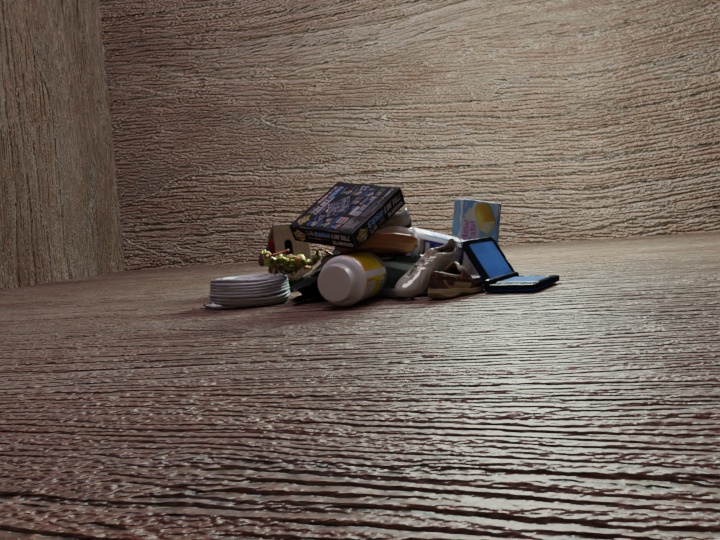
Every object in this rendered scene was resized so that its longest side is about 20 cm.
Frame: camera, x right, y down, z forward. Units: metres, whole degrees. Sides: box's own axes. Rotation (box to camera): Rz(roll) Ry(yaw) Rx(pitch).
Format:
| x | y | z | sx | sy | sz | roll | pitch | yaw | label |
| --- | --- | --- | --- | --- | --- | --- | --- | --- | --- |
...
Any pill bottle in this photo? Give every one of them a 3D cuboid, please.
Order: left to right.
| x | y | z | sx | sy | sz | roll | pitch | yaw | label |
| --- | --- | --- | --- | --- | --- | --- | --- | --- | --- |
| -0.021 | 0.019 | 1.618 | 0.108 | 0.111 | 0.200 | -3 | 4 | 20 | pill bottle |
| 0.204 | -0.034 | 1.860 | 0.198 | 0.117 | 0.116 | 12 | -1 | -18 | pill bottle |

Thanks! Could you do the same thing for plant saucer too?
| x | y | z | sx | sy | sz | roll | pitch | yaw | label |
| --- | --- | --- | --- | --- | --- | --- | --- | --- | --- |
| 0.037 | -0.055 | 1.734 | 0.198 | 0.033 | 0.200 | -1 | -8 | 0 | plant saucer |

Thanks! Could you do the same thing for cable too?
| x | y | z | sx | sy | sz | roll | pitch | yaw | label |
| --- | --- | --- | --- | --- | --- | --- | --- | --- | --- |
| -0.271 | 0.047 | 1.793 | 0.198 | 0.070 | 0.200 | -4 | 4 | 8 | cable |

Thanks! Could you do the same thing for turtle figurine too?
| x | y | z | sx | sy | sz | roll | pitch | yaw | label |
| --- | --- | --- | --- | --- | --- | --- | --- | --- | --- |
| -0.169 | -0.020 | 1.801 | 0.198 | 0.065 | 0.161 | -3 | 2 | -37 | turtle figurine |

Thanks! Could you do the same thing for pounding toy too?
| x | y | z | sx | sy | sz | roll | pitch | yaw | label |
| --- | --- | --- | --- | --- | --- | --- | --- | --- | --- |
| -0.219 | -0.021 | 2.106 | 0.141 | 0.202 | 0.184 | -5 | -10 | -14 | pounding toy |

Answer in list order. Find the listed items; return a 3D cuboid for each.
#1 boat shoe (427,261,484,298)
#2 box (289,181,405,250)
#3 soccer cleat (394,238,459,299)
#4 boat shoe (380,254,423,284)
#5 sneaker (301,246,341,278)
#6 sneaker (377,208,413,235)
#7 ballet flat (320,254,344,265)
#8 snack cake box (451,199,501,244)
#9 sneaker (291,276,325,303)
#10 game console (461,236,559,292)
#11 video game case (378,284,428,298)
| x | y | z | sx | sy | sz | roll | pitch | yaw | label |
| --- | --- | --- | --- | --- | --- | --- | --- | --- | --- |
| 0.216 | 0.017 | 1.638 | 0.072 | 0.073 | 0.199 | 0 | 5 | 43 | boat shoe |
| -0.031 | -0.131 | 1.692 | 0.197 | 0.050 | 0.200 | 8 | 41 | 40 | box |
| 0.148 | -0.007 | 1.656 | 0.199 | 0.078 | 0.069 | -32 | 43 | -33 | soccer cleat |
| 0.103 | -0.008 | 1.750 | 0.198 | 0.057 | 0.069 | 1 | -41 | -6 | boat shoe |
| -0.065 | -0.003 | 1.859 | 0.200 | 0.079 | 0.079 | -42 | 15 | -1 | sneaker |
| 0.026 | -0.109 | 1.744 | 0.198 | 0.080 | 0.074 | -3 | -6 | -1 | sneaker |
| 0.000 | 0.000 | 1.765 | 0.198 | 0.063 | 0.067 | 4 | -19 | -25 | ballet flat |
| 0.308 | -0.086 | 1.982 | 0.114 | 0.202 | 0.067 | 5 | 1 | -17 | snack cake box |
| -0.079 | 0.042 | 1.764 | 0.198 | 0.061 | 0.104 | -5 | 10 | -20 | sneaker |
| 0.346 | -0.019 | 1.685 | 0.169 | 0.120 | 0.199 | -2 | 5 | 32 | game console |
| 0.121 | 0.042 | 1.777 | 0.180 | 0.022 | 0.200 | -6 | 3 | -23 | video game case |
